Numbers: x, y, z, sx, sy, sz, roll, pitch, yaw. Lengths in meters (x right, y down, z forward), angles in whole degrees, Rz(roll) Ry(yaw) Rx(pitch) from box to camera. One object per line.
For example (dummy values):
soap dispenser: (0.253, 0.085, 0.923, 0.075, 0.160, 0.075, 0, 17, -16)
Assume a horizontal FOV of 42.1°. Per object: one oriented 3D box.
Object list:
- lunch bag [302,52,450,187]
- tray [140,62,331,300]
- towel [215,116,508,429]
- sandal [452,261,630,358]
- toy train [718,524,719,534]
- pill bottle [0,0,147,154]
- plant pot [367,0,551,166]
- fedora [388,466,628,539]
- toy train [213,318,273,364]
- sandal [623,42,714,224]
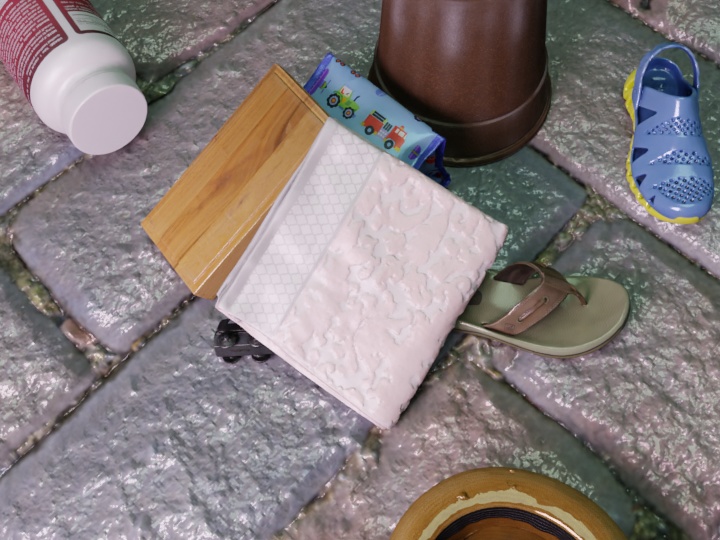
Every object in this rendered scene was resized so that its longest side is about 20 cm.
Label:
lunch bag: (-0.034, -0.076, 0.889, 0.150, 0.094, 0.200, 39, 80, 21)
tray: (-0.109, -0.082, 0.867, 0.200, 0.037, 0.099, -48, 65, 8)
towel: (0.000, 0.000, 0.799, 0.189, 0.032, 0.202, 33, 90, 2)
sandal: (0.139, 0.026, 0.828, 0.196, 0.058, 0.081, 7, 60, 7)
toy train: (0.324, 0.214, 0.698, 0.112, 0.086, 0.202, 13, 60, 22)
pill bottle: (-0.303, -0.216, 0.964, 0.112, 0.114, 0.201, -31, 62, -15)
plant pot: (0.098, -0.244, 0.909, 0.195, 0.200, 0.204, -2, 58, 3)
fedora: (0.111, 0.247, 0.686, 0.196, 0.082, 0.204, -4, 57, 7)
toy train: (-0.034, 0.054, 0.837, 0.195, 0.034, 0.046, -3, 49, 1)
sandal: (0.297, -0.139, 0.902, 0.078, 0.088, 0.204, -3, 61, -1)
